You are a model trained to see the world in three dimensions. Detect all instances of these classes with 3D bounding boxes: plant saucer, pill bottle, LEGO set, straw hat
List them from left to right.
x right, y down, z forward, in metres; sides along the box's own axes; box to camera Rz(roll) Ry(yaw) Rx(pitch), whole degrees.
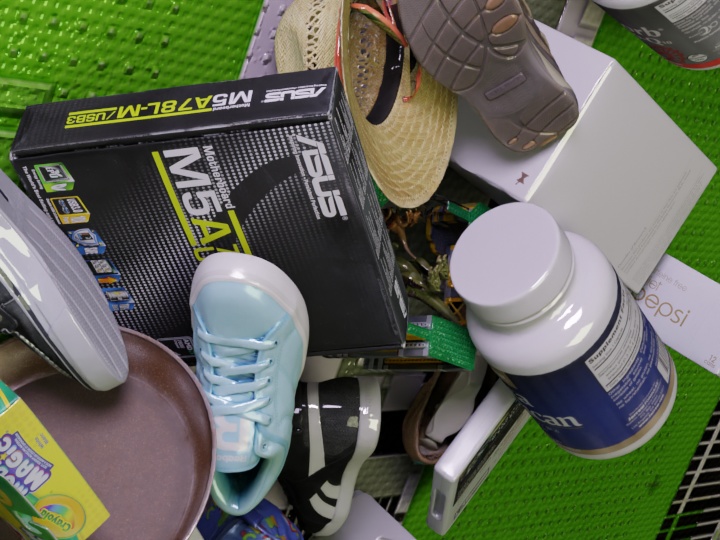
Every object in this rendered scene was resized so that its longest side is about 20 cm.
[{"bbox_3d":[-0.177,0.123,0.896,0.200,0.200,0.032,-41,146,-17],"label":"plant saucer"},{"bbox_3d":[-0.007,-0.138,0.970,0.201,0.084,0.203,0,90,-66],"label":"straw hat"},{"bbox_3d":[0.000,0.000,1.090,0.199,0.115,0.156,9,81,-52],"label":"LEGO set"},{"bbox_3d":[0.141,0.042,1.087,0.111,0.111,0.200,-49,134,-8],"label":"pill bottle"},{"bbox_3d":[0.218,-0.231,1.116,0.199,0.116,0.117,23,100,-50],"label":"pill bottle"}]

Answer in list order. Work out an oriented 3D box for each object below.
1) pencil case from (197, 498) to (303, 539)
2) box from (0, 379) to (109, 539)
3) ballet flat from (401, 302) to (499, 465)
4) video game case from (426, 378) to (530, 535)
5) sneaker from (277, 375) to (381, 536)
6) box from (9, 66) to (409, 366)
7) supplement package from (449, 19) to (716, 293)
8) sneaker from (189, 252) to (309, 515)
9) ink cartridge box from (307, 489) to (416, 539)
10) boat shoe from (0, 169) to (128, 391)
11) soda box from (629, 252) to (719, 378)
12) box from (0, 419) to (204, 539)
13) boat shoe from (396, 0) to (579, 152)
[{"bbox_3d":[-0.125,0.254,1.132,0.201,0.078,0.087,-55,166,-2],"label":"pencil case"},{"bbox_3d":[-0.212,0.079,0.826,0.048,0.200,0.118,-41,139,-16],"label":"box"},{"bbox_3d":[0.093,0.073,1.229,0.067,0.072,0.201,30,100,-6],"label":"ballet flat"},{"bbox_3d":[0.120,0.113,1.257,0.200,0.023,0.182,-51,166,-18],"label":"video game case"},{"bbox_3d":[-0.057,0.133,1.138,0.111,0.074,0.201,5,145,-10],"label":"sneaker"},{"bbox_3d":[-0.083,-0.023,0.916,0.201,0.191,0.048,72,20,-45],"label":"box"},{"bbox_3d":[0.157,-0.088,1.149,0.120,0.121,0.200,-57,142,2],"label":"supplement package"},{"bbox_3d":[-0.069,0.077,0.930,0.073,0.082,0.201,1,138,4],"label":"sneaker"},{"bbox_3d":[0.046,0.293,1.284,0.084,0.146,0.200,-44,139,-11],"label":"ink cartridge box"},{"bbox_3d":[-0.208,-0.002,0.866,0.071,0.072,0.201,-30,117,10],"label":"boat shoe"},{"bbox_3d":[0.239,0.018,1.244,0.068,0.199,0.064,26,96,-51],"label":"soda box"},{"bbox_3d":[-0.170,0.179,1.007,0.101,0.112,0.201,-40,139,-18],"label":"box"},{"bbox_3d":[0.073,-0.155,0.981,0.074,0.074,0.200,-26,139,13],"label":"boat shoe"}]
